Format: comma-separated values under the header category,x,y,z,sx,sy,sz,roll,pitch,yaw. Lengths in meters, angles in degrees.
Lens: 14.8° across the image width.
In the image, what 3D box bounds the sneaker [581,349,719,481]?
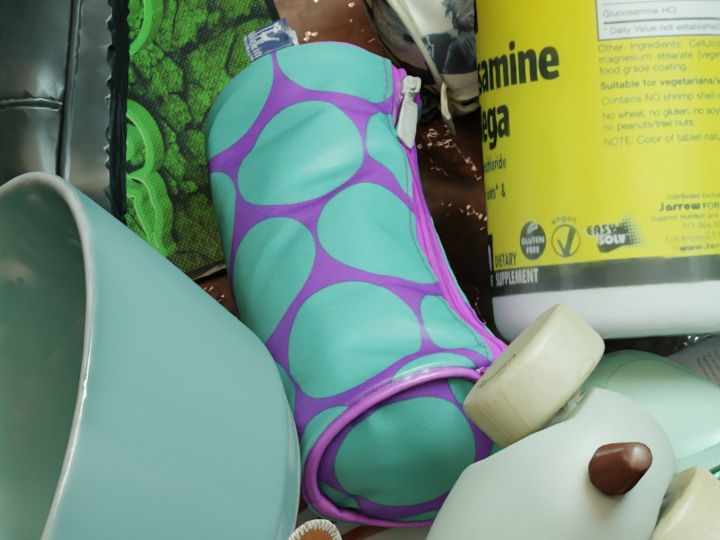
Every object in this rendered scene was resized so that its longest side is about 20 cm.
category,x,y,z,sx,sy,sz,roll,pitch,yaw
sneaker,0.147,0.068,0.926,0.074,0.119,0.200,-26,53,-25

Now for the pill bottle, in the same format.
category,x,y,z,sx,sy,sz,roll,pitch,yaw
pill bottle,0.097,-0.076,1.002,0.112,0.112,0.201,-4,87,4

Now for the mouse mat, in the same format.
category,x,y,z,sx,sy,sz,roll,pitch,yaw
mouse mat,-0.108,-0.078,1.136,0.160,0.008,0.201,-20,67,-3

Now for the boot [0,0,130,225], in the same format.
category,x,y,z,sx,sy,sz,roll,pitch,yaw
boot,-0.172,-0.080,1.087,0.162,0.073,0.199,-2,59,2

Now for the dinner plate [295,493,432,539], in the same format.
category,x,y,z,sx,sy,sz,roll,pitch,yaw
dinner plate,0.036,0.148,0.960,0.199,0.024,0.201,-2,56,2

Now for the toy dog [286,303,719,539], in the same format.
category,x,y,z,sx,sy,sz,roll,pitch,yaw
toy dog,0.038,0.106,0.865,0.131,0.096,0.201,24,85,0

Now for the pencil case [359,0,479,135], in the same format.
category,x,y,z,sx,sy,sz,roll,pitch,yaw
pencil case,0.098,-0.131,1.099,0.199,0.078,0.090,-26,79,-5

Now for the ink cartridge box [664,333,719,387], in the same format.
category,x,y,z,sx,sy,sz,roll,pitch,yaw
ink cartridge box,0.181,0.064,1.024,0.199,0.042,0.120,-27,57,-3

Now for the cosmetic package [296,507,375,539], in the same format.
category,x,y,z,sx,sy,sz,roll,pitch,yaw
cosmetic package,-0.034,0.140,1.016,0.082,0.051,0.201,2,67,4

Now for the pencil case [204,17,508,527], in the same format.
category,x,y,z,sx,sy,sz,roll,pitch,yaw
pencil case,0.000,0.000,1.009,0.092,0.085,0.200,-33,43,14

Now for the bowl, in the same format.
category,x,y,z,sx,sy,sz,roll,pitch,yaw
bowl,-0.093,0.079,0.934,0.105,0.201,0.202,20,66,-27
